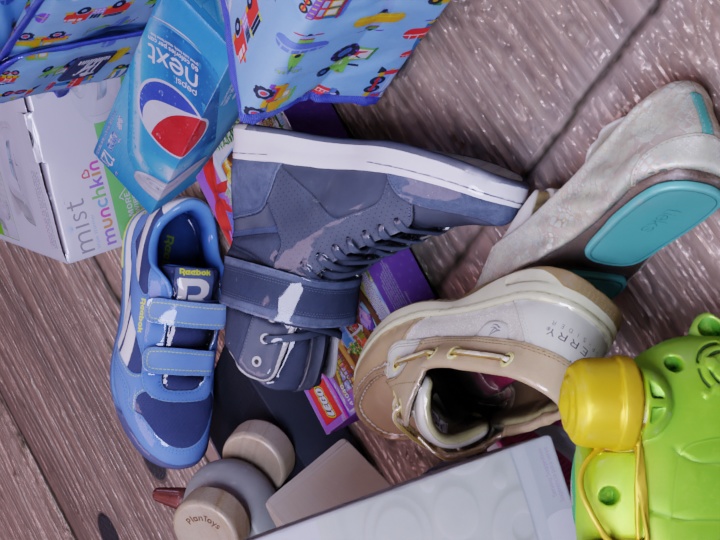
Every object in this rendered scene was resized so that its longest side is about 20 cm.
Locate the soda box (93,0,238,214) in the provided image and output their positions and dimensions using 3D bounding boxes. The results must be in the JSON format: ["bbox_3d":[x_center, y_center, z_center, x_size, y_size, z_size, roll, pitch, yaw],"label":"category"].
[{"bbox_3d":[-0.111,-0.122,0.925,0.064,0.068,0.200,46,144,5],"label":"soda box"}]

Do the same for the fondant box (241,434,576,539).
[{"bbox_3d":[0.021,0.175,0.649,0.058,0.198,0.146,-29,78,60],"label":"fondant box"}]

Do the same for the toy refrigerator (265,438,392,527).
[{"bbox_3d":[0.012,0.197,0.882,0.076,0.070,0.201,40,160,38],"label":"toy refrigerator"}]

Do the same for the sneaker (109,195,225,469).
[{"bbox_3d":[-0.134,0.039,1.009,0.082,0.073,0.203,-28,63,55],"label":"sneaker"}]

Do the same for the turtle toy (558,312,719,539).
[{"bbox_3d":[0.149,0.120,0.612,0.101,0.144,0.203,132,140,-81],"label":"turtle toy"}]

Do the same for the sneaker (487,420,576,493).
[{"bbox_3d":[0.131,0.155,0.735,0.201,0.081,0.089,53,147,37],"label":"sneaker"}]

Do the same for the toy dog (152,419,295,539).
[{"bbox_3d":[-0.082,0.206,0.968,0.095,0.131,0.203,-8,93,33],"label":"toy dog"}]

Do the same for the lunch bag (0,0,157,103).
[{"bbox_3d":[-0.187,-0.178,0.940,0.095,0.149,0.200,60,147,12],"label":"lunch bag"}]

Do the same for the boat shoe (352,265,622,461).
[{"bbox_3d":[0.047,0.057,0.707,0.074,0.067,0.200,35,149,-13],"label":"boat shoe"}]

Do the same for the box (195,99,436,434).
[{"bbox_3d":[-0.026,-0.010,0.902,0.202,0.039,0.137,62,146,10],"label":"box"}]

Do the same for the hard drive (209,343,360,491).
[{"bbox_3d":[-0.049,0.143,1.020,0.201,0.042,0.135,56,145,20],"label":"hard drive"}]

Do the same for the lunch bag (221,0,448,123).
[{"bbox_3d":[-0.034,-0.208,0.756,0.151,0.093,0.202,-46,60,57],"label":"lunch bag"}]

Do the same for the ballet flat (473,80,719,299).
[{"bbox_3d":[0.112,-0.023,0.686,0.200,0.067,0.063,-42,43,53],"label":"ballet flat"}]

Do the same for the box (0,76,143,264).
[{"bbox_3d":[-0.252,-0.124,1.117,0.176,0.096,0.203,13,119,53],"label":"box"}]

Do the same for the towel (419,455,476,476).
[{"bbox_3d":[0.057,0.186,0.773,0.024,0.200,0.148,-22,88,22],"label":"towel"}]

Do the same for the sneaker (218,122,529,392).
[{"bbox_3d":[0.001,0.000,0.777,0.201,0.076,0.148,10,92,42],"label":"sneaker"}]
